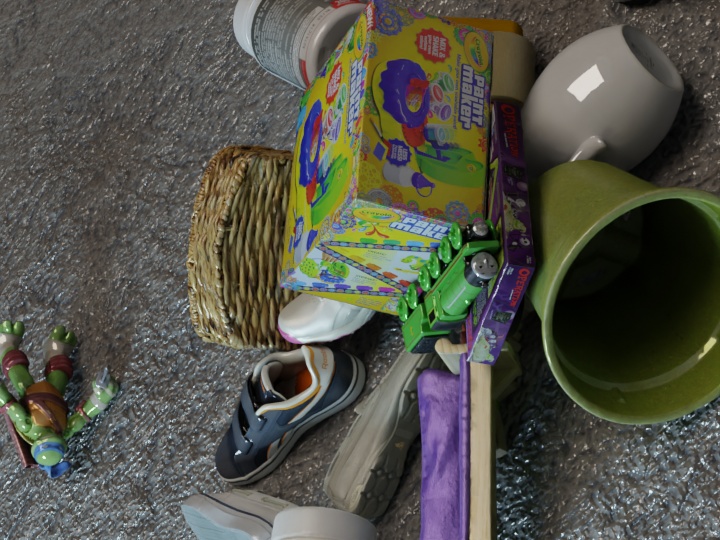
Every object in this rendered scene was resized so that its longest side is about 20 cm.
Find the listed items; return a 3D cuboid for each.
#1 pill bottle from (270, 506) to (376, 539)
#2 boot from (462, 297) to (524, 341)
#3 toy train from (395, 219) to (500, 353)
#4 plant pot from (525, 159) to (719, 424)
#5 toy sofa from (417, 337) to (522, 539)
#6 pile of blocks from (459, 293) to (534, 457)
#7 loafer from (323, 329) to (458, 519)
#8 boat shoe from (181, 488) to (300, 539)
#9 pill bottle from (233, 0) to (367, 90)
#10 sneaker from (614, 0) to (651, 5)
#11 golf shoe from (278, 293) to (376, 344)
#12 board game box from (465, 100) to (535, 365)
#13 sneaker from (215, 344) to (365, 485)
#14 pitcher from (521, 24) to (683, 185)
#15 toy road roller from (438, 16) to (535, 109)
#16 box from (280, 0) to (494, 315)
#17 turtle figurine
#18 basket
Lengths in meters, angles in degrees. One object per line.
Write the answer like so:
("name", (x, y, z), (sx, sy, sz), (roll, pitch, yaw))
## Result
("pill bottle", (-0.045, 0.320, 1.653), (0.114, 0.114, 0.201), (-17, 53, 41))
("boot", (0.093, 0.012, 1.668), (0.076, 0.073, 0.200), (-51, 29, 26))
("toy train", (0.073, 0.017, 1.556), (0.200, 0.041, 0.057), (123, 140, -63))
("plant pot", (0.212, -0.003, 1.539), (0.201, 0.200, 0.184), (-53, 26, 8))
("toy sofa", (0.087, 0.164, 1.582), (0.097, 0.083, 0.201), (-4, 70, 14))
("pile of blocks", (0.100, 0.083, 1.690), (0.082, 0.062, 0.201), (-8, 60, 45))
("loafer", (0.025, 0.134, 1.735), (0.070, 0.070, 0.201), (28, 88, 44))
("boat shoe", (-0.107, 0.250, 1.818), (0.067, 0.074, 0.200), (-33, 21, -23))
("pill bottle", (-0.054, -0.258, 2.047), (0.114, 0.114, 0.200), (-58, 38, 1))
("sneaker", (0.305, -0.318, 1.719), (0.199, 0.076, 0.116), (0, 63, 49))
("golf shoe", (0.000, 0.000, 1.795), (0.199, 0.092, 0.075), (-27, 39, 8))
("board game box", (0.113, -0.034, 1.568), (0.201, 0.032, 0.120), (-90, 17, -44))
("sneaker", (-0.091, 0.137, 1.856), (0.200, 0.079, 0.079), (-41, 45, 24))
("pitcher", (0.192, -0.112, 1.658), (0.200, 0.121, 0.172), (-44, 20, 27))
("toy road roller", (0.076, -0.166, 1.861), (0.199, 0.146, 0.124), (2, 60, 8))
("box", (0.024, -0.097, 1.649), (0.193, 0.121, 0.201), (133, 146, -57))
("turtle figurine", (-0.357, 0.114, 2.123), (0.143, 0.201, 0.194), (-19, 37, -6))
("basket", (-0.117, -0.025, 1.886), (0.149, 0.142, 0.201), (17, 103, 59))
